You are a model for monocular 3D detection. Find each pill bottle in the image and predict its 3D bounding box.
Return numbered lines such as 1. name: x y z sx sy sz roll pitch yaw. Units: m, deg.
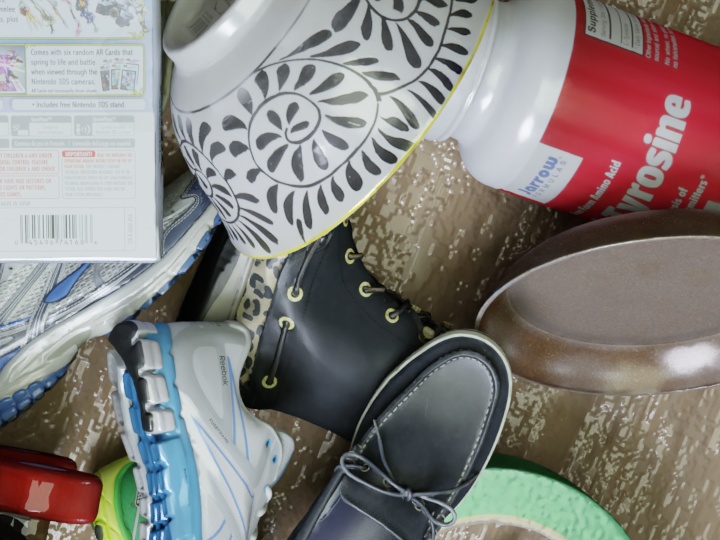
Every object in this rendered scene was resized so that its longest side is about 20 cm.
1. pill bottle: 0.124 -0.085 1.129 0.199 0.112 0.113 18 97 -13

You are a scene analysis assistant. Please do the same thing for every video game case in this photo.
1. video game case: -0.197 -0.096 1.036 0.198 0.045 0.183 0 100 -3

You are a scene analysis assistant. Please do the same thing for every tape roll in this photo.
1. tape roll: 0.067 0.205 1.177 0.199 0.048 0.202 -1 96 -9

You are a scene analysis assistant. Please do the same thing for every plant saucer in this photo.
1. plant saucer: 0.160 0.015 1.135 0.199 0.200 0.032 4 64 -11

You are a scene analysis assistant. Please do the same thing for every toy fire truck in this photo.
1. toy fire truck: -0.227 0.141 1.064 0.167 0.200 0.113 10 87 -16

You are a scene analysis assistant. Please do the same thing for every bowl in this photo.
1. bowl: -0.034 -0.115 1.028 0.094 0.201 0.201 37 92 -24

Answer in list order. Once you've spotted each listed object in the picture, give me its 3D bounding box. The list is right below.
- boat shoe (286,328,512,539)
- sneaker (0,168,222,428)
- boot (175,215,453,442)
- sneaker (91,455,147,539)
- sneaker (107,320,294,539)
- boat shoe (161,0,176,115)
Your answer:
1. boat shoe: 0.015 0.120 1.105 0.074 0.062 0.200 38 88 -8
2. sneaker: -0.154 -0.002 1.114 0.200 0.077 0.085 -40 98 -3
3. boot: -0.001 0.000 1.142 0.153 0.074 0.204 24 104 -16
4. sneaker: -0.078 0.188 1.150 0.083 0.074 0.201 -27 92 -6
5. sneaker: -0.071 0.120 1.088 0.086 0.075 0.202 -9 97 -25
6. boat shoe: -0.114 -0.172 1.090 0.074 0.068 0.201 14 96 -11
